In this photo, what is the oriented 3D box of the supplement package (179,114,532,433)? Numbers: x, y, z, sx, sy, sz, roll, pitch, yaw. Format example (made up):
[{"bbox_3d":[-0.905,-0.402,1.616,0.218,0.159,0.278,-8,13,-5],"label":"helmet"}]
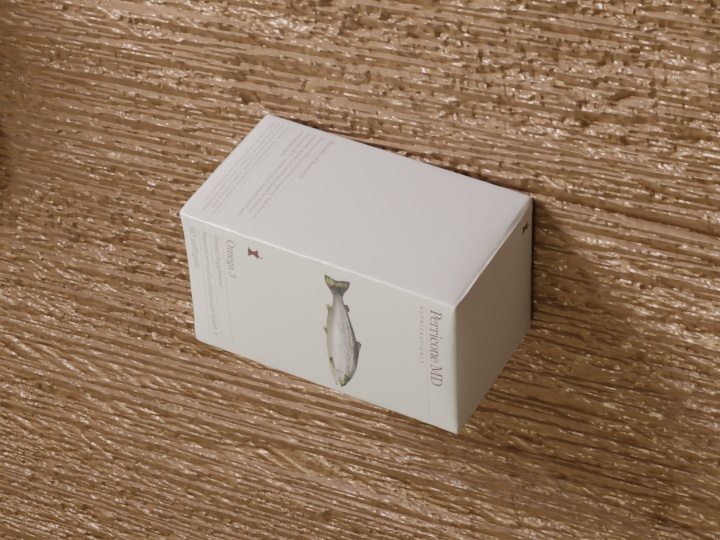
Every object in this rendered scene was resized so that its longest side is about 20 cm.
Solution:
[{"bbox_3d":[0.000,0.000,1.486,0.200,0.117,0.117,18,136,22],"label":"supplement package"}]
